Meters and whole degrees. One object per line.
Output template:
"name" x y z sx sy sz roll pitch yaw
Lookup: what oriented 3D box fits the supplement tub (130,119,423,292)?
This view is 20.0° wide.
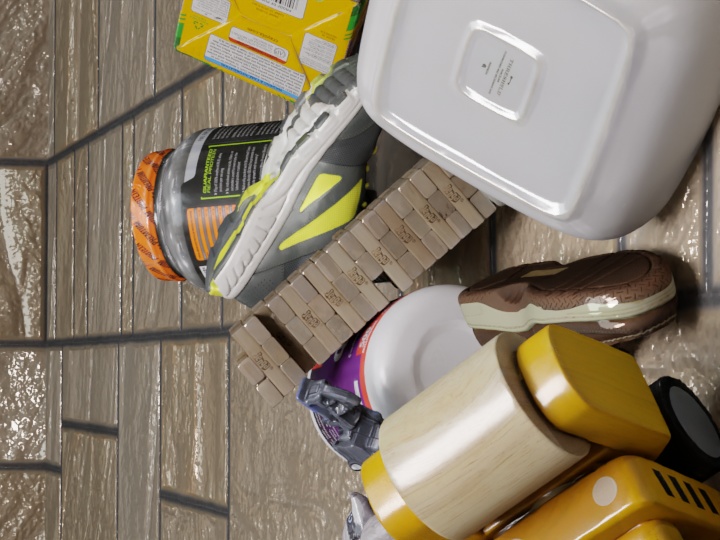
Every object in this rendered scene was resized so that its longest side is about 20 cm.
"supplement tub" -0.057 -0.047 1.471 0.122 0.198 0.124 -3 -90 -68

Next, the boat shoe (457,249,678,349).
"boat shoe" 0.128 0.035 1.165 0.075 0.074 0.202 68 162 -7

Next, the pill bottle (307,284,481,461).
"pill bottle" 0.031 0.076 1.366 0.200 0.111 0.114 156 113 -70

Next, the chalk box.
"chalk box" -0.034 -0.236 1.451 0.124 0.124 0.201 111 -176 -51

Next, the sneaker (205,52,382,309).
"sneaker" -0.024 -0.055 1.361 0.201 0.084 0.075 -54 22 14

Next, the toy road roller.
"toy road roller" 0.110 0.127 0.998 0.123 0.199 0.147 -38 53 23

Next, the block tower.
"block tower" 0.000 0.000 1.311 0.054 0.200 0.058 48 178 -7

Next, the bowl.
"bowl" 0.087 -0.116 1.071 0.075 0.199 0.201 -43 -21 -45

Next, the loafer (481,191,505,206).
"loafer" 0.072 -0.123 1.329 0.063 0.072 0.201 -38 39 12

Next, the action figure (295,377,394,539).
"action figure" 0.037 0.150 1.219 0.193 0.199 0.105 -17 42 58
